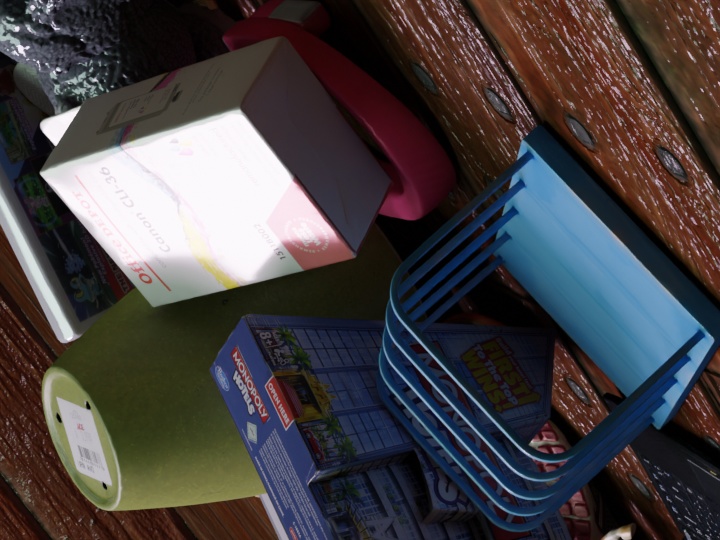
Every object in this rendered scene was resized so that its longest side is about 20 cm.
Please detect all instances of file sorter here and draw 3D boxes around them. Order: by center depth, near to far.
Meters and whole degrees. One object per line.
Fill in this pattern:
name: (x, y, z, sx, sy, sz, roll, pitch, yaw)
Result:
file sorter: (0.089, 0.042, 1.397, 0.139, 0.123, 0.200, 47, 168, 11)

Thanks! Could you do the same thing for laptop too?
laptop: (0.196, 0.198, 1.534, 0.177, 0.103, 0.200, 32, 159, 52)

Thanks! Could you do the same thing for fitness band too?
fitness band: (-0.013, -0.092, 1.559, 0.144, 0.037, 0.200, 53, 169, -17)

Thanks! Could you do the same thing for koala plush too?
koala plush: (-0.165, -0.150, 1.625, 0.183, 0.177, 0.200, 1, 130, 50)

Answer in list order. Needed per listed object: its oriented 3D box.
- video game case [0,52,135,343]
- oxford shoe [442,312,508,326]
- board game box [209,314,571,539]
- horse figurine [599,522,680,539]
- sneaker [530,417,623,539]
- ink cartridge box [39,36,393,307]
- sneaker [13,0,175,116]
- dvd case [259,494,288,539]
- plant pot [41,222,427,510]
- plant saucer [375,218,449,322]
video game case: (-0.179, -0.071, 1.768, 0.023, 0.182, 0.201, -25, 92, 41)
oxford shoe: (0.062, 0.086, 1.680, 0.071, 0.073, 0.200, 29, 155, 0)
board game box: (0.045, 0.107, 1.517, 0.201, 0.199, 0.062, 63, 143, 23)
horse figurine: (0.172, 0.220, 1.701, 0.132, 0.050, 0.200, -23, 117, 43)
sneaker: (0.133, 0.172, 1.765, 0.080, 0.075, 0.201, -11, 118, 25)
ink cartridge box: (-0.097, -0.049, 1.519, 0.199, 0.068, 0.117, -14, 125, 39)
sneaker: (-0.128, -0.117, 1.773, 0.200, 0.116, 0.074, 41, 139, -24)
dvd case: (-0.027, 0.151, 1.837, 0.200, 0.025, 0.151, 22, 139, 58)
plant pot: (-0.085, 0.065, 1.621, 0.187, 0.199, 0.188, 40, 142, 40)
plant saucer: (0.000, 0.000, 1.799, 0.200, 0.034, 0.200, 47, 167, 14)
